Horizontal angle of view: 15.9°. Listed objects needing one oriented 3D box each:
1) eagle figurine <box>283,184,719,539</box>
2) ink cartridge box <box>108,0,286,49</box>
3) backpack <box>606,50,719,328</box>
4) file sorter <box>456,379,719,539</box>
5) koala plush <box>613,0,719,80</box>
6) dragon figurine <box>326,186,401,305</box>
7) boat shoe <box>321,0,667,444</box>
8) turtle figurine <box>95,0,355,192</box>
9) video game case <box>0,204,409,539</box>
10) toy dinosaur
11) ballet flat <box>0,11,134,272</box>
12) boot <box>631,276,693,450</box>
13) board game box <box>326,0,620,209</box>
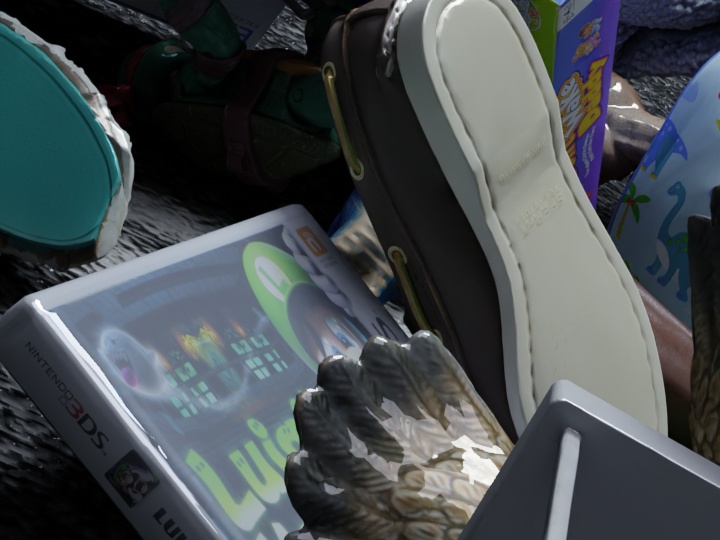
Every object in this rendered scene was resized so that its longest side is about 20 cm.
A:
[{"bbox_3d":[0.088,0.088,0.668,0.151,0.152,0.200,20,-22,40],"label":"eagle figurine"},{"bbox_3d":[-0.087,-0.195,1.127,0.198,0.200,0.044,21,50,-23],"label":"ink cartridge box"},{"bbox_3d":[0.225,-0.015,1.159,0.200,0.183,0.147,9,25,-37],"label":"backpack"},{"bbox_3d":[0.093,0.149,0.571,0.200,0.139,0.125,29,20,-3],"label":"file sorter"},{"bbox_3d":[0.133,-0.194,1.234,0.183,0.178,0.200,1,-19,19],"label":"koala plush"},{"bbox_3d":[0.000,0.000,0.943,0.059,0.099,0.200,41,5,2],"label":"dragon figurine"},{"bbox_3d":[0.044,0.003,0.852,0.059,0.201,0.072,-8,19,44],"label":"boat shoe"},{"bbox_3d":[-0.030,-0.081,1.048,0.199,0.101,0.150,14,6,23],"label":"turtle figurine"},{"bbox_3d":[-0.002,0.066,0.748,0.182,0.023,0.200,50,21,6],"label":"video game case"},{"bbox_3d":[0.108,-0.064,1.288,0.135,0.086,0.200,28,-2,-42],"label":"toy dinosaur"},{"bbox_3d":[-0.149,-0.065,0.895,0.200,0.072,0.072,36,18,18],"label":"ballet flat"},{"bbox_3d":[0.121,0.053,0.932,0.200,0.064,0.186,44,0,-3],"label":"boot"},{"bbox_3d":[0.043,-0.099,1.117,0.134,0.045,0.200,37,-25,22],"label":"board game box"}]
